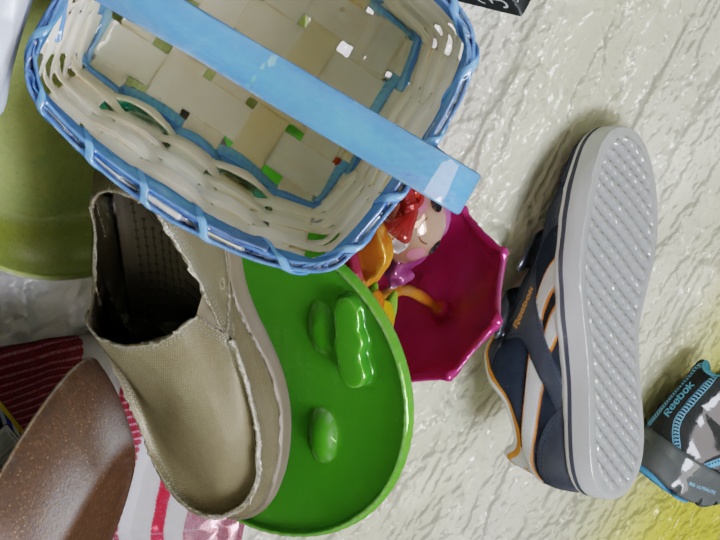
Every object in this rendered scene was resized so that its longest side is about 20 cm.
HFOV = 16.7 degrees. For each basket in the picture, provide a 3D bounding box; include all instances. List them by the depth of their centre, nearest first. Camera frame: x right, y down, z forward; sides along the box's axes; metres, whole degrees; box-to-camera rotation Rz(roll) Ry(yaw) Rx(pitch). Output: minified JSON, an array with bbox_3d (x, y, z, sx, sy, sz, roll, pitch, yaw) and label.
[{"bbox_3d":[-0.038,-0.078,0.944,0.140,0.176,0.200,-58,-176,0],"label":"basket"}]

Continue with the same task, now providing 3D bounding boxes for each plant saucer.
[{"bbox_3d":[-0.111,-0.090,1.072,0.199,0.031,0.201,-25,134,-28],"label":"plant saucer"},{"bbox_3d":[-0.146,0.137,1.091,0.200,0.036,0.202,24,90,-86],"label":"plant saucer"}]

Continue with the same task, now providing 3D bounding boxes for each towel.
[{"bbox_3d":[-0.125,0.091,1.206,0.199,0.023,0.145,-8,124,-39],"label":"towel"}]

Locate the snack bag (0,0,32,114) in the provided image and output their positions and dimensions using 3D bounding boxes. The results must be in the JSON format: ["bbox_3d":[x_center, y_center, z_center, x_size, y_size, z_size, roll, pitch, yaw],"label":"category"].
[{"bbox_3d":[-0.178,-0.130,0.863,0.199,0.021,0.190,-1,120,-46],"label":"snack bag"}]

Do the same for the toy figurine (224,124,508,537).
[{"bbox_3d":[0.000,0.000,1.177,0.184,0.149,0.202,-33,127,-55],"label":"toy figurine"}]

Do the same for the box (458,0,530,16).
[{"bbox_3d":[0.000,-0.218,0.964,0.125,0.148,0.200,-60,143,-17],"label":"box"}]

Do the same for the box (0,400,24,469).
[{"bbox_3d":[-0.216,0.022,1.021,0.064,0.070,0.200,-39,136,-9],"label":"box"}]

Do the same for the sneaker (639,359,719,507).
[{"bbox_3d":[0.252,0.112,1.532,0.199,0.073,0.082,17,106,-49],"label":"sneaker"}]

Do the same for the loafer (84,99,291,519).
[{"bbox_3d":[-0.084,0.027,1.078,0.067,0.076,0.201,-42,125,-51],"label":"loafer"}]

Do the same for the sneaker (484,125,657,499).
[{"bbox_3d":[0.110,0.020,1.336,0.078,0.079,0.202,-1,96,-49],"label":"sneaker"}]
